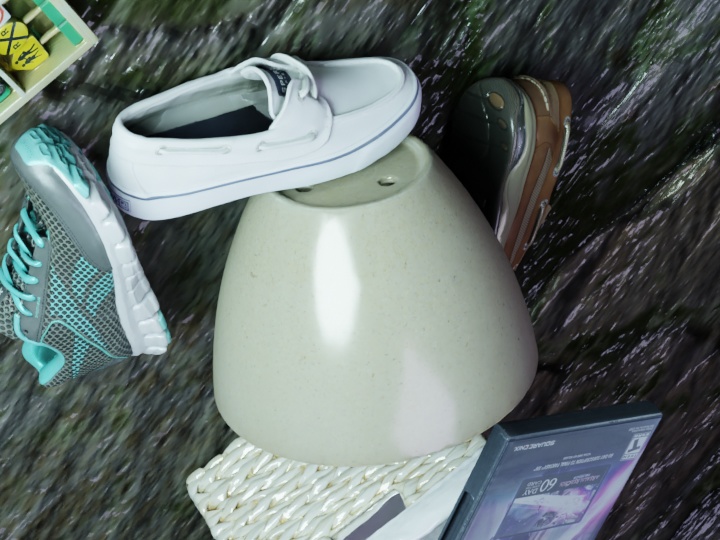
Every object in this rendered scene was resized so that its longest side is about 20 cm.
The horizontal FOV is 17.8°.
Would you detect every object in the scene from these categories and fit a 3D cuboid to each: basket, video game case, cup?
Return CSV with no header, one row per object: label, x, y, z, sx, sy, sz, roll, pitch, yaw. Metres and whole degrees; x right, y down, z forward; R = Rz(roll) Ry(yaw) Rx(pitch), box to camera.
basket,0.012,0.180,1.577,0.198,0.161,0.200,-38,146,-3
video game case,0.106,0.172,1.506,0.142,0.019,0.201,-5,130,-40
cup,0.000,0.000,1.365,0.199,0.200,0.144,-23,124,-22

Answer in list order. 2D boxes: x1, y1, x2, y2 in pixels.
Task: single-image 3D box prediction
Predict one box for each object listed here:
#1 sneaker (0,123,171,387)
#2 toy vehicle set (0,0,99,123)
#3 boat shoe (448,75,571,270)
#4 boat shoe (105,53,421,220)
sneaker,-0.170,0.002,1.290,0.091,0.078,0.200,-28,142,-10
toy vehicle set,-0.226,-0.132,1.126,0.124,0.027,0.200,-41,145,0
boat shoe,0.091,-0.039,1.486,0.074,0.076,0.201,-16,139,-35
boat shoe,-0.049,-0.087,1.300,0.199,0.074,0.066,-24,145,-25
